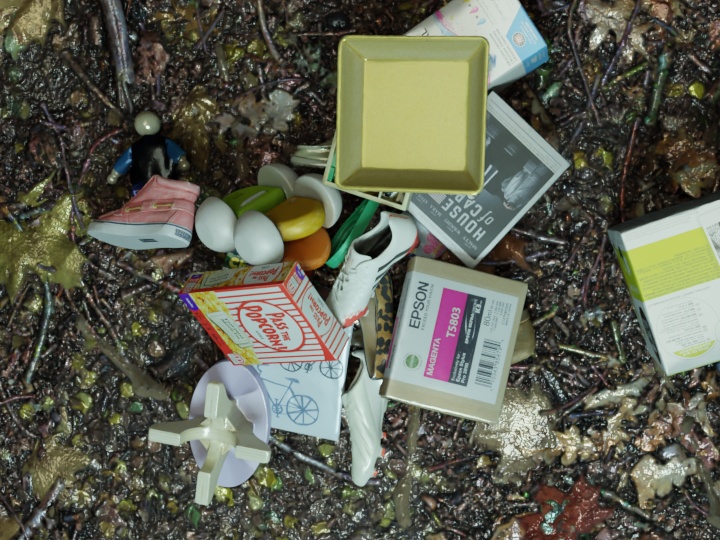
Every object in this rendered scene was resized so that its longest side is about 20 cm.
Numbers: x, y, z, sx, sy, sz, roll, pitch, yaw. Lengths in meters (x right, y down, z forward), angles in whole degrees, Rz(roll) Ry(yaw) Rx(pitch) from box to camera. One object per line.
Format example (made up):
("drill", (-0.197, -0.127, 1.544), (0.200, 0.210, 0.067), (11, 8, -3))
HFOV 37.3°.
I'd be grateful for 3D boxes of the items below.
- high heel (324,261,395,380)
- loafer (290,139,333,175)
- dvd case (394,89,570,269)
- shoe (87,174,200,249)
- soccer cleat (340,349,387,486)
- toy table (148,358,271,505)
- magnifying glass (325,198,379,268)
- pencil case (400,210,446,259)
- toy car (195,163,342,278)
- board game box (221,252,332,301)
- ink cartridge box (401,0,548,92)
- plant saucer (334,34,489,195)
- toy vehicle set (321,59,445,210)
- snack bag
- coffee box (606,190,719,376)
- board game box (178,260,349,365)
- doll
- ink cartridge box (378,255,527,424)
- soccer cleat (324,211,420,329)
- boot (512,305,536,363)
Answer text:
("high heel", (-0.004, 0.059, 1.534), (0.200, 0.143, 0.071), (38, 143, 1))
("loafer", (-0.003, -0.178, 1.555), (0.198, 0.076, 0.069), (-2, 85, -2))
("dvd case", (0.167, -0.123, 1.470), (0.150, 0.025, 0.200), (42, 98, -3))
("shoe", (-0.316, -0.085, 1.566), (0.199, 0.071, 0.092), (1, 71, 37))
("soccer cleat", (0.003, 0.215, 1.576), (0.077, 0.069, 0.202), (12, 88, -11))
("toy table", (-0.207, 0.241, 1.576), (0.182, 0.117, 0.202), (-2, 101, 13))
("magnifying glass", (0.012, -0.089, 1.511), (0.022, 0.080, 0.201), (33, 96, -14))
("pencil case", (0.124, -0.106, 1.528), (0.090, 0.083, 0.200), (36, 99, -23))
("toy car", (-0.124, -0.053, 1.532), (0.199, 0.175, 0.151), (18, 132, 42))
("board game box", (-0.124, 0.051, 1.612), (0.199, 0.023, 0.106), (21, 99, 7))
("ink cartridge box", (0.145, -0.299, 1.492), (0.199, 0.125, 0.129), (-33, 87, 10))
("plant saucer", (0.069, -0.204, 1.399), (0.198, 0.048, 0.202), (3, 98, 13))
("toy vehicle set", (0.032, -0.196, 1.448), (0.123, 0.027, 0.202), (17, 100, 11))
("snack bag", (-0.110, 0.146, 1.604), (0.187, 0.021, 0.202), (10, 105, 10))
("coffee box", (0.460, 0.008, 1.420), (0.198, 0.200, 0.199), (-19, 91, 10))
("board game box", (-0.135, 0.063, 1.487), (0.199, 0.046, 0.152), (-7, 130, 37))
("doll", (-0.319, -0.141, 1.620), (0.135, 0.048, 0.202), (-4, 93, 13))
("ink cartridge box", (0.127, 0.096, 1.466), (0.163, 0.075, 0.202), (13, 84, -4))
("soccer cleat", (0.000, 0.000, 1.472), (0.200, 0.085, 0.069), (-49, 54, 13))
("boot", (0.158, 0.119, 1.549), (0.198, 0.074, 0.076), (-19, 100, 8))
